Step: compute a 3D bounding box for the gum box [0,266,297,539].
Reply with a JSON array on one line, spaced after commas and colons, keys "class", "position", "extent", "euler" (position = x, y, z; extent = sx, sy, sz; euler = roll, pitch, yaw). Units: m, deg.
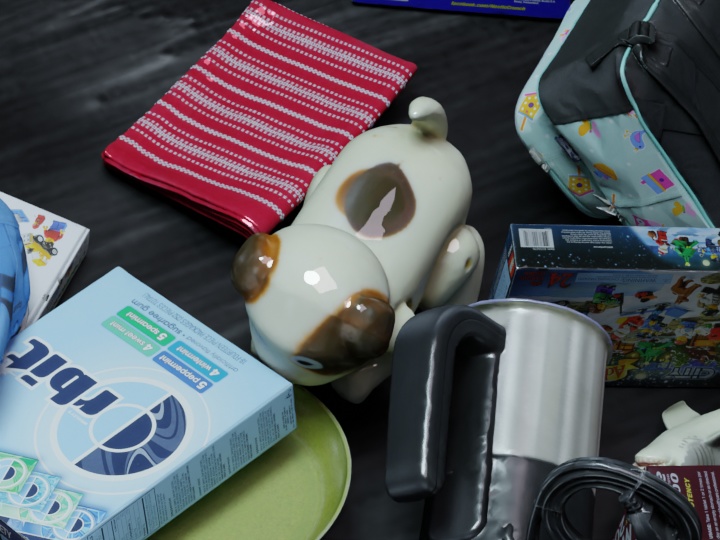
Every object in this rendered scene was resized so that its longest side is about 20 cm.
[{"class": "gum box", "position": [-0.169, 0.099, 1.666], "extent": [0.170, 0.045, 0.200], "euler": [32, 52, 33]}]

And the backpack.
[{"class": "backpack", "position": [0.216, -0.105, 1.844], "extent": [0.200, 0.153, 0.176], "euler": [47, 51, -22]}]

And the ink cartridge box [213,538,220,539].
[{"class": "ink cartridge box", "position": [-0.150, 0.209, 1.640], "extent": [0.162, 0.057, 0.200], "euler": [-29, 69, -26]}]

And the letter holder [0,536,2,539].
[{"class": "letter holder", "position": [-0.316, 0.142, 1.587], "extent": [0.142, 0.100, 0.200], "euler": [-39, 59, 17]}]

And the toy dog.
[{"class": "toy dog", "position": [0.000, 0.000, 1.710], "extent": [0.139, 0.194, 0.200], "euler": [37, 38, 5]}]

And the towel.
[{"class": "towel", "position": [-0.072, -0.111, 1.871], "extent": [0.144, 0.023, 0.200], "euler": [26, 55, 23]}]

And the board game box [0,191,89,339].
[{"class": "board game box", "position": [-0.298, -0.013, 1.774], "extent": [0.199, 0.035, 0.126], "euler": [23, 54, 6]}]

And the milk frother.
[{"class": "milk frother", "position": [0.126, 0.109, 1.644], "extent": [0.199, 0.181, 0.189], "euler": [-4, 60, 20]}]

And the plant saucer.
[{"class": "plant saucer", "position": [-0.105, 0.137, 1.676], "extent": [0.199, 0.031, 0.200], "euler": [-1, 42, 1]}]

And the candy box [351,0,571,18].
[{"class": "candy box", "position": [0.077, -0.294, 2.005], "extent": [0.168, 0.077, 0.201], "euler": [3, 54, -7]}]

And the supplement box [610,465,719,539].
[{"class": "supplement box", "position": [0.268, 0.175, 1.696], "extent": [0.199, 0.109, 0.061], "euler": [0, 55, -11]}]

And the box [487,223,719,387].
[{"class": "box", "position": [0.186, 0.025, 1.767], "extent": [0.199, 0.137, 0.038], "euler": [1, 54, -9]}]

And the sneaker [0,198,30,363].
[{"class": "sneaker", "position": [-0.236, 0.028, 1.671], "extent": [0.066, 0.079, 0.200], "euler": [-25, 37, 14]}]

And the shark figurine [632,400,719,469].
[{"class": "shark figurine", "position": [0.279, 0.120, 1.748], "extent": [0.214, 0.128, 0.090], "euler": [-18, 100, 7]}]
